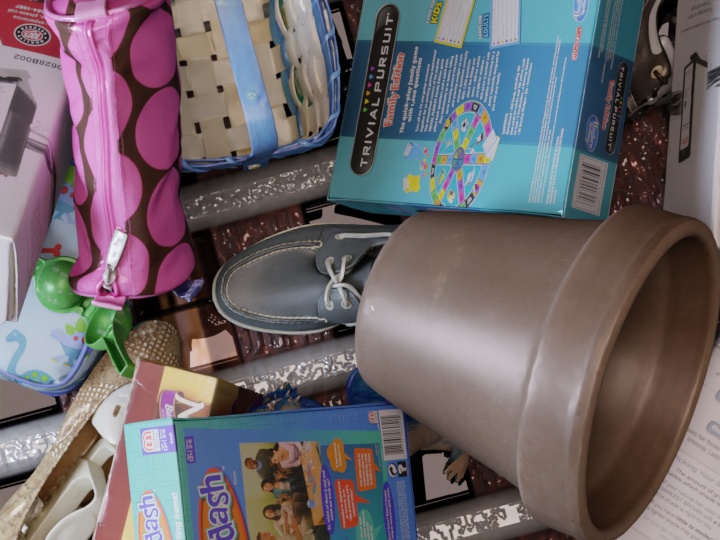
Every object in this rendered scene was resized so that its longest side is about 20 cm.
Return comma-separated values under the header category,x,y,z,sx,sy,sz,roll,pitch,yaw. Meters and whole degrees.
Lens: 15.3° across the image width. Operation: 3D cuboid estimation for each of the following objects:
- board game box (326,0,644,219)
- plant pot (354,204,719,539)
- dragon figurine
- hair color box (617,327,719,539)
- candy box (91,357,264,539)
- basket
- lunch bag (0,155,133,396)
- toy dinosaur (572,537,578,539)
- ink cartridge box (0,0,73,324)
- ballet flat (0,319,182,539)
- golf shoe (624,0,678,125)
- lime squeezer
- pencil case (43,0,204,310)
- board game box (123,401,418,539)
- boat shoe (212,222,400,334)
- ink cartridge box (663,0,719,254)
category,x,y,z,sx,sy,sz,roll,pitch,yaw
board game box,0.078,-0.108,1.704,0.200,0.047,0.151,6,83,43
plant pot,0.098,0.042,1.593,0.174,0.200,0.201,18,85,25
dragon figurine,0.024,0.091,1.724,0.200,0.059,0.099,-22,46,-22
hair color box,0.235,0.124,1.721,0.099,0.061,0.200,32,88,5
candy box,-0.111,0.122,1.669,0.056,0.200,0.117,13,85,8
basket,-0.086,-0.148,1.694,0.139,0.200,0.177,-13,85,-2
lunch bag,-0.242,-0.019,1.751,0.200,0.082,0.161,22,87,5
toy dinosaur,0.160,0.100,1.709,0.060,0.106,0.200,16,64,-23
ink cartridge box,-0.257,-0.078,1.653,0.147,0.083,0.200,11,50,1
ballet flat,-0.169,0.125,1.736,0.070,0.065,0.200,31,92,-35
golf shoe,0.161,-0.116,1.741,0.094,0.078,0.200,15,86,4
lime squeezer,-0.186,0.018,1.675,0.200,0.071,0.038,41,115,34
pencil case,-0.145,-0.080,1.614,0.091,0.094,0.200,4,112,22
board game box,-0.046,0.157,1.573,0.045,0.200,0.152,-9,84,41
boat shoe,0.000,0.000,1.745,0.200,0.062,0.073,-5,84,3
ink cartridge box,0.278,-0.100,1.709,0.146,0.084,0.200,6,84,-17
